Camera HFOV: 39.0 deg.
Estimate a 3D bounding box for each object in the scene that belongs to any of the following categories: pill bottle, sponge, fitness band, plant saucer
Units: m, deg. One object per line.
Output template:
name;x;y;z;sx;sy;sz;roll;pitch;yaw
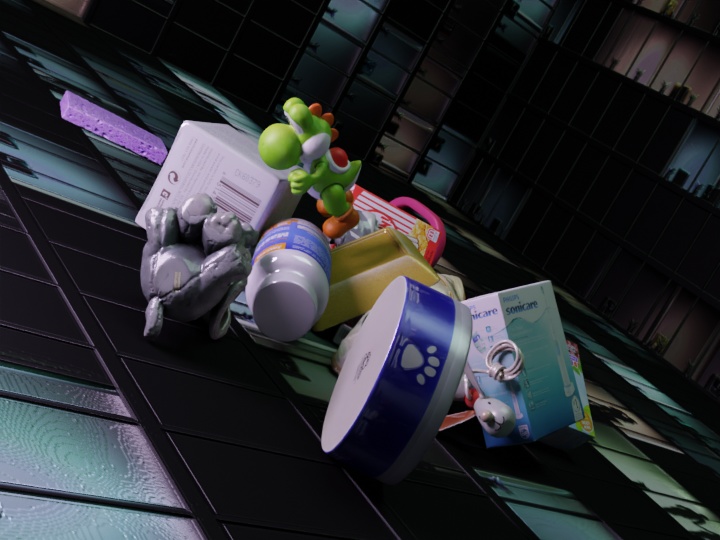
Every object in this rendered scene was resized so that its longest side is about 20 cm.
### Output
pill bottle;-0.095;0.013;1.349;0.111;0.113;0.201;28;18;-10
sponge;-0.450;-0.260;1.856;0.198;0.030;0.112;26;12;-27
fitness band;0.107;-0.078;2.244;0.037;0.145;0.200;16;17;-45
plant saucer;0.000;0.000;1.509;0.200;0.197;0.049;-121;-170;-68

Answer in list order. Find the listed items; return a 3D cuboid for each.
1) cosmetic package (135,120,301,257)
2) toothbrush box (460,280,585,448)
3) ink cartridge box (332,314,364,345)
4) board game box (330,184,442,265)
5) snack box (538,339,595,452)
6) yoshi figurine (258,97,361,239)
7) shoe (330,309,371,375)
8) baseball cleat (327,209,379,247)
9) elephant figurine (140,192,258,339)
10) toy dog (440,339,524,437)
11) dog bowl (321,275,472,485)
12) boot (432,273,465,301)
cosmetic package;-0.196;-0.106;1.492;0.163;0.167;0.200;31;10;5
toothbrush box;0.220;0.127;1.408;0.084;0.204;0.145;-16;-4;41
ink cartridge box;0.016;0.096;1.521;0.094;0.038;0.200;31;9;1
board game box;0.039;-0.044;1.891;0.197;0.154;0.046;26;-18;-18
snack box;0.263;0.170;1.569;0.198;0.067;0.171;23;47;-31
yoshi figurine;-0.077;-0.138;1.389;0.111;0.113;0.202;7;-41;34
shoe;0.023;0.092;1.378;0.069;0.054;0.200;36;25;8
baseball cleat;-0.019;-0.029;1.782;0.104;0.070;0.202;15;43;-11
elephant figurine;-0.179;0.007;1.173;0.200;0.152;0.144;93;-23;-74
toy dog;0.108;0.143;1.331;0.197;0.135;0.096;5;-8;41
dog bowl;0.035;0.112;1.051;0.078;0.203;0.200;25;11;-9
boot;0.116;0.063;1.801;0.153;0.073;0.202;18;36;-19
